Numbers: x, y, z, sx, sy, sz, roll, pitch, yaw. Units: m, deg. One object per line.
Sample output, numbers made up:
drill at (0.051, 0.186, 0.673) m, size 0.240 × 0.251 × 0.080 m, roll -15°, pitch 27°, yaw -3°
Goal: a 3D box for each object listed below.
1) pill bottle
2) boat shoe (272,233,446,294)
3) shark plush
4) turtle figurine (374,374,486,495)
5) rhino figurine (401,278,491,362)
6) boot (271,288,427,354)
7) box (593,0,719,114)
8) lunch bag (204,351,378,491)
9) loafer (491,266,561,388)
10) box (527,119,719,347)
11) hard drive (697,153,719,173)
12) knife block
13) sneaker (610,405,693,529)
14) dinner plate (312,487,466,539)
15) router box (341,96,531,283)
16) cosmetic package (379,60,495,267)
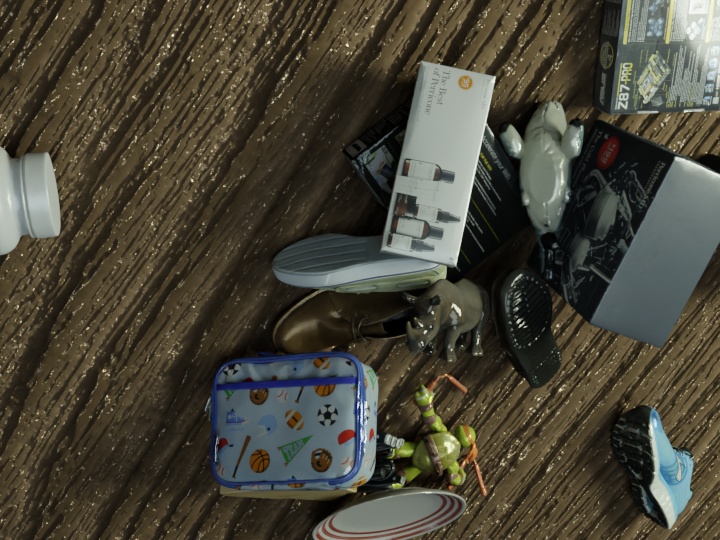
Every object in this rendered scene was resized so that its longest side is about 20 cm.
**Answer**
pill bottle at (-0.405, -0.066, 0.890) m, size 0.199 × 0.113 × 0.113 m, roll -7°, pitch 113°, yaw -12°
boat shoe at (0.000, 0.000, 1.019) m, size 0.199 × 0.072 × 0.062 m, roll -4°, pitch 132°, yaw 15°
shark plush at (0.222, -0.093, 1.025) m, size 0.091 × 0.083 × 0.201 m, roll -12°, pitch 91°, yaw 19°
turtle figurine at (0.087, 0.241, 1.163) m, size 0.161 × 0.064 × 0.200 m, roll -22°, pitch 116°, yaw -4°
rhino figurine at (0.091, 0.052, 0.997) m, size 0.060 × 0.200 × 0.088 m, roll 10°, pitch 95°, yaw 28°
boot at (-0.007, 0.057, 1.061) m, size 0.199 × 0.075 × 0.074 m, roll -19°, pitch 117°, yaw -5°
box at (0.356, -0.281, 1.030) m, size 0.161 × 0.049 × 0.201 m, roll -6°, pitch 113°, yaw -14°
lunch bag at (-0.080, 0.167, 1.024) m, size 0.199 × 0.076 × 0.161 m, roll -5°, pitch 74°, yaw 19°
loafer at (0.187, 0.066, 1.092) m, size 0.073 × 0.071 × 0.200 m, roll -38°, pitch 136°, yaw -17°
box at (0.307, -0.048, 1.038) m, size 0.104 × 0.182 × 0.200 m, roll 17°, pitch 106°, yaw -20°
hard drive at (0.497, -0.045, 1.110) m, size 0.033 × 0.140 × 0.200 m, roll -40°, pitch 115°, yaw 3°
knife block at (-0.053, 0.225, 1.067) m, size 0.199 × 0.176 × 0.064 m, roll 7°, pitch 65°, yaw -16°
sneaker at (0.414, 0.260, 1.263) m, size 0.090 × 0.078 × 0.200 m, roll -34°, pitch 120°, yaw -20°
dinner plate at (0.035, 0.312, 1.158) m, size 0.199 × 0.024 × 0.200 m, roll -10°, pitch 148°, yaw -6°
router box at (0.096, -0.099, 1.036) m, size 0.149 × 0.051 × 0.200 m, roll -37°, pitch 116°, yaw 0°
cosmetic package at (0.080, -0.109, 0.946) m, size 0.082 × 0.051 × 0.201 m, roll 12°, pitch 89°, yaw -1°
